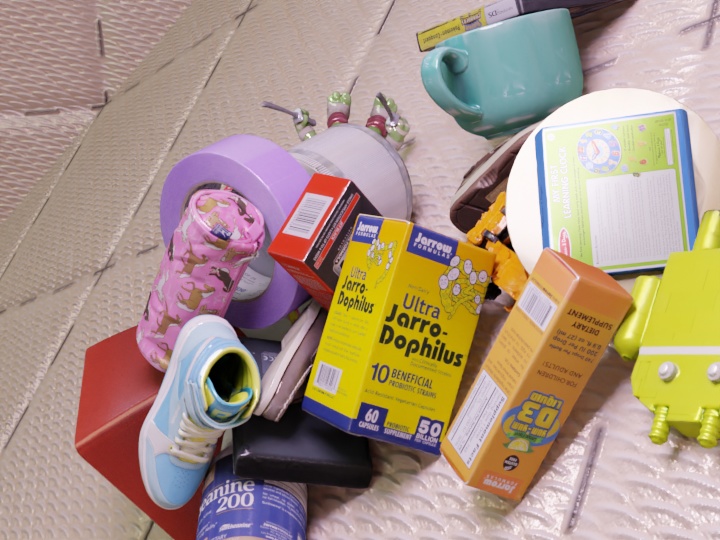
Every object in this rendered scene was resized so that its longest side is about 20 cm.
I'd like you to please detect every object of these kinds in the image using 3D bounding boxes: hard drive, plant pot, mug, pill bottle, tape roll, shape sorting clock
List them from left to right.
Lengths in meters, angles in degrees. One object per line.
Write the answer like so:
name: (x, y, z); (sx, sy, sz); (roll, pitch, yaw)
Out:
plant pot: (-0.197, 0.160, 1.352); (0.175, 0.200, 0.201); (-35, 29, 11)
tape roll: (-0.126, -0.041, 1.256); (0.199, 0.202, 0.065); (-24, 6, 43)
pill bottle: (-0.109, 0.247, 1.174); (0.111, 0.111, 0.201); (-38, 29, 25)
hard drive: (-0.066, 0.145, 1.211); (0.201, 0.137, 0.033); (-103, 24, -58)
mug: (0.152, -0.205, 1.263); (0.182, 0.116, 0.152); (-15, 5, -4)
shape sorting clock: (0.223, -0.061, 1.008); (0.197, 0.039, 0.204); (-4, 76, 16)

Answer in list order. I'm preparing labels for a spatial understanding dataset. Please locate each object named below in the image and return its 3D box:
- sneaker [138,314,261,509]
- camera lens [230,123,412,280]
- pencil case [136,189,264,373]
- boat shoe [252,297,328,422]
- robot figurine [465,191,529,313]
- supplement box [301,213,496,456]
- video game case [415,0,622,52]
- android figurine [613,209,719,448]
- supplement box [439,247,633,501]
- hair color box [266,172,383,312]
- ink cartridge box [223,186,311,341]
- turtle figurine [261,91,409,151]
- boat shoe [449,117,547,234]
sneaker: (-0.158, 0.152, 1.129); (0.130, 0.078, 0.203); (24, 101, 64)
camera lens: (-0.044, -0.073, 1.356); (0.159, 0.162, 0.199); (-24, 7, 43)
pencil case: (-0.169, 0.015, 1.205); (0.201, 0.082, 0.087); (-61, 34, 31)
boat shoe: (-0.058, 0.097, 1.192); (0.072, 0.059, 0.200); (-49, 7, 26)
robot figurine: (0.168, -0.015, 1.118); (0.145, 0.058, 0.200); (-49, 27, 3)
supplement box: (0.036, 0.060, 1.116); (0.109, 0.108, 0.203); (12, 85, 62)
video game case: (0.193, -0.294, 1.329); (0.198, 0.026, 0.180); (-16, 5, -35)
android figurine: (0.273, 0.043, 0.880); (0.181, 0.041, 0.202); (-3, 58, 55)
supplement box: (0.144, 0.088, 0.961); (0.202, 0.066, 0.069); (-63, 27, 16)
hair color box: (0.000, 0.000, 1.202); (0.061, 0.200, 0.102); (15, 68, 44)
ink cartridge box: (-0.149, 0.010, 1.499); (0.201, 0.144, 0.145); (-57, 27, -12)
turtle figurine: (-0.009, -0.199, 1.522); (0.142, 0.201, 0.195); (-24, 25, 19)
boat shoe: (0.173, -0.119, 1.228); (0.201, 0.075, 0.075); (-32, 26, 35)
